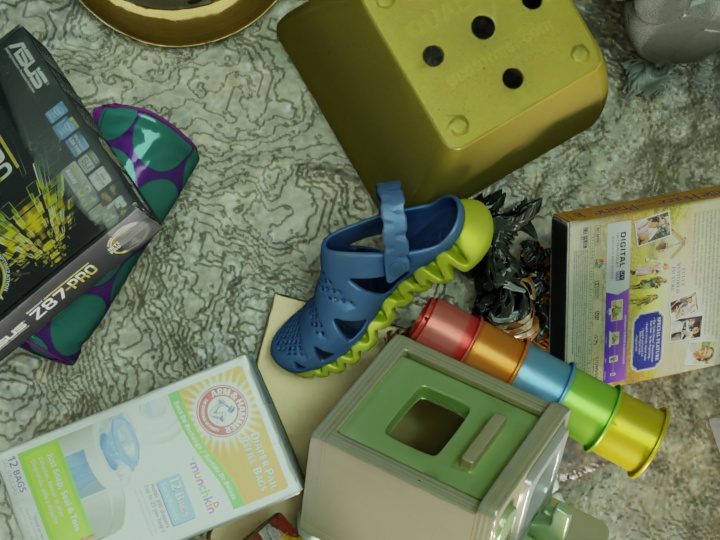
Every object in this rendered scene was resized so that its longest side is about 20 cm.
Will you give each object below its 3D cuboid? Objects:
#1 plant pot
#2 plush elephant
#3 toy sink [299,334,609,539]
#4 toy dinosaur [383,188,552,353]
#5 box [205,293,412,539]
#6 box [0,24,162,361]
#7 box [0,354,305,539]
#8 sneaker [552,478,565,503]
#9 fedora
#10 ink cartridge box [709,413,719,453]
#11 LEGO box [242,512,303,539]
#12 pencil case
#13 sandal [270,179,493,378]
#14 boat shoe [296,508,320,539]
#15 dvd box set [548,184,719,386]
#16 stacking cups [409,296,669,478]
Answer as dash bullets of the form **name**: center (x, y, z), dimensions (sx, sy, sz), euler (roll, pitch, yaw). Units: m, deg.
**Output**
- **plant pot**: center (0.075, -0.165, 1.272), dimensions (0.200, 0.176, 0.200), euler (-30, 91, -8)
- **plush elephant**: center (0.253, -0.247, 1.322), dimensions (0.164, 0.200, 0.155), euler (4, 63, -20)
- **toy sink**: center (0.077, 0.152, 1.201), dimensions (0.200, 0.112, 0.130), euler (25, 43, 19)
- **toy dinosaur**: center (0.118, 0.015, 1.309), dimensions (0.200, 0.102, 0.136), euler (-28, 107, -35)
- **box**: center (-0.017, 0.134, 1.316), dimensions (0.163, 0.021, 0.201), euler (15, 84, -6)
- **box**: center (-0.257, -0.057, 1.225), dimensions (0.161, 0.049, 0.200), euler (-37, 62, 3)
- **box**: center (-0.151, 0.149, 1.242), dimensions (0.200, 0.101, 0.113), euler (-21, 85, -2)
- **sneaker**: center (0.108, 0.173, 1.307), dimensions (0.091, 0.078, 0.201), euler (-17, 86, -3)
- **fedora**: center (-0.139, -0.270, 1.295), dimensions (0.200, 0.082, 0.201), euler (1, 86, -7)
- **ink cartridge box**: center (0.406, 0.149, 1.311), dimensions (0.199, 0.145, 0.146), euler (-19, 89, -9)
- **LEGO box**: center (-0.094, 0.299, 1.223), dimensions (0.200, 0.077, 0.149), euler (-40, 87, 17)
- **pencil case**: center (-0.207, -0.029, 1.270), dimensions (0.092, 0.085, 0.200), euler (32, 82, -18)
- **sandal**: center (0.000, 0.000, 1.246), dimensions (0.087, 0.080, 0.200), euler (35, 112, -31)
- **boat shoe**: center (0.009, 0.267, 1.270), dimensions (0.071, 0.070, 0.201), euler (-15, 100, 4)
- **dvd box set**: center (0.241, 0.011, 1.309), dimensions (0.199, 0.029, 0.147), euler (-11, 114, -19)
- **stacking cups**: center (0.130, 0.086, 1.256), dimensions (0.200, 0.061, 0.061), euler (26, 83, -4)
